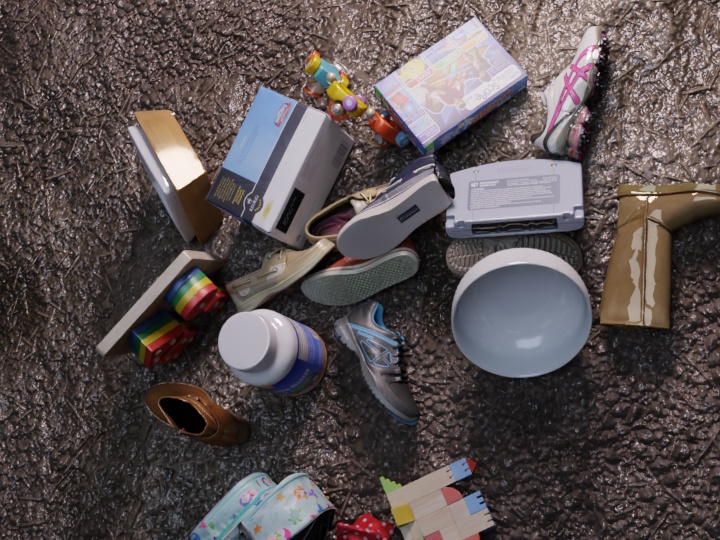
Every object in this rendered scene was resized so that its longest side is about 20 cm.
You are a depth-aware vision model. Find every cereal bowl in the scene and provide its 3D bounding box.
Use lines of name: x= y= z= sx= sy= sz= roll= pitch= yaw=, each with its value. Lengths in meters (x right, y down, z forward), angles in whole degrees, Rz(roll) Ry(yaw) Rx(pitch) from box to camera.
cereal bowl: x=0.224 y=0.049 z=1.533 sx=0.197 sy=0.202 sz=0.084 roll=-16 pitch=32 yaw=15

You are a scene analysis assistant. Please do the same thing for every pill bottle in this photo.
pill bottle: x=-0.132 y=0.120 z=1.616 sx=0.110 sy=0.200 sz=0.114 roll=-4 pitch=77 yaw=19

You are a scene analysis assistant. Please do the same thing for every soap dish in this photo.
soap dish: x=-0.291 y=-0.150 z=1.743 sx=0.081 sy=0.201 sz=0.158 roll=-29 pitch=69 yaw=-9

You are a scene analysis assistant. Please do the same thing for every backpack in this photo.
backpack: x=-0.136 y=0.378 z=1.577 sx=0.199 sy=0.178 sz=0.151 roll=-41 pitch=74 yaw=3

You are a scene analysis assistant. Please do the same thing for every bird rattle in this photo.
bird rattle: x=0.005 y=0.462 z=1.571 sx=0.162 sy=0.113 sz=0.201 roll=32 pitch=77 yaw=11

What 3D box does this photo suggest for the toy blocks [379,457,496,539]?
toy blocks: x=0.129 y=0.361 z=1.539 sx=0.135 sy=0.100 sz=0.202 roll=-24 pitch=71 yaw=1

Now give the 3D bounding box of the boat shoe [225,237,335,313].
boat shoe: x=-0.127 y=-0.002 z=1.691 sx=0.199 sy=0.072 sz=0.065 roll=-33 pitch=91 yaw=27

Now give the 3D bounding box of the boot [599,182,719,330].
boot: x=0.429 y=-0.016 z=1.523 sx=0.173 sy=0.066 sz=0.203 roll=1 pitch=78 yaw=32

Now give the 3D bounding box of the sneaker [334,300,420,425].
sneaker: x=0.038 y=0.136 z=1.621 sx=0.082 sy=0.073 sz=0.201 roll=-36 pitch=70 yaw=8

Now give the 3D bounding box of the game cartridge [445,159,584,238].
game cartridge: x=0.226 y=-0.107 z=1.591 sx=0.197 sy=0.041 sz=0.135 roll=-3 pitch=47 yaw=14

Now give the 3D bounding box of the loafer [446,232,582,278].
loafer: x=0.223 y=-0.018 z=1.595 sx=0.197 sy=0.068 sz=0.077 roll=2 pitch=78 yaw=3

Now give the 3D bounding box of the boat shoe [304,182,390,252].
boat shoe: x=0.005 y=-0.086 z=1.684 sx=0.198 sy=0.066 sz=0.075 roll=-28 pitch=71 yaw=12

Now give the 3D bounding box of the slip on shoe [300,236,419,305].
slip on shoe: x=0.000 y=0.000 z=1.675 sx=0.198 sy=0.074 sz=0.062 roll=-21 pitch=37 yaw=20

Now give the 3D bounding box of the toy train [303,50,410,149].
toy train: x=-0.016 y=-0.257 z=1.699 sx=0.056 sy=0.150 sz=0.200 roll=-50 pitch=60 yaw=16

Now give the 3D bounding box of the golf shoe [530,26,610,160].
golf shoe: x=0.311 y=-0.269 z=1.612 sx=0.091 sy=0.073 sz=0.203 roll=15 pitch=84 yaw=23

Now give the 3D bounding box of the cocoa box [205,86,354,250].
cocoa box: x=-0.125 y=-0.158 z=1.709 sx=0.130 sy=0.133 sz=0.202 roll=26 pitch=88 yaw=23

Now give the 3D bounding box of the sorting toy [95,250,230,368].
sorting toy: x=-0.288 y=0.068 z=1.692 sx=0.070 sy=0.199 sz=0.200 roll=44 pitch=95 yaw=6

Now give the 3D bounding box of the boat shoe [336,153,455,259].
boat shoe: x=0.052 y=-0.096 z=1.626 sx=0.198 sy=0.075 sz=0.093 roll=-28 pitch=30 yaw=17

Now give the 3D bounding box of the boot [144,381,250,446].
boot: x=-0.277 y=0.217 z=1.671 sx=0.198 sy=0.155 sz=0.078 roll=26 pitch=88 yaw=22

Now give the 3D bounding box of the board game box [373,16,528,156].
board game box: x=0.138 y=-0.281 z=1.666 sx=0.199 sy=0.035 sz=0.136 roll=-34 pitch=69 yaw=-9
